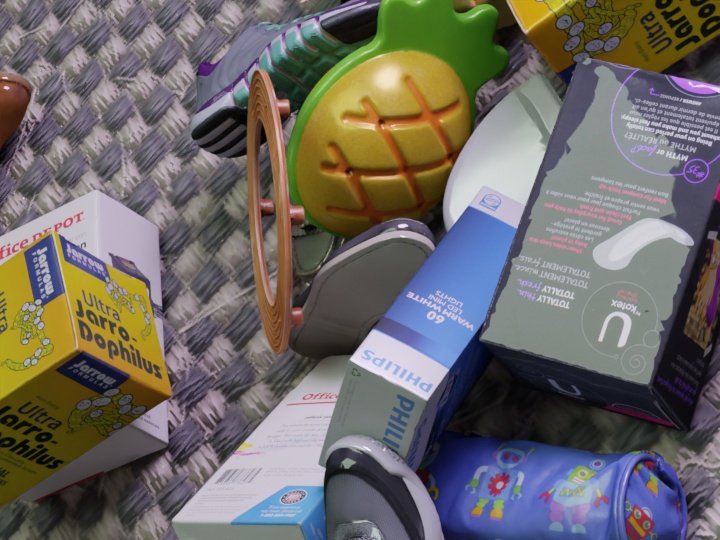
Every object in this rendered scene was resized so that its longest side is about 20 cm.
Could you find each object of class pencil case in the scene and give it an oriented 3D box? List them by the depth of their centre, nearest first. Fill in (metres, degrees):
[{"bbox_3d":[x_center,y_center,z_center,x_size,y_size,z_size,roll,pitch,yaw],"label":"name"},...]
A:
[{"bbox_3d":[0.112,0.146,1.442,0.199,0.078,0.087,2,62,40],"label":"pencil case"}]

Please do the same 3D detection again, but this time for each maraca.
[{"bbox_3d":[0.026,-0.111,1.605,0.201,0.137,0.107,-58,36,14],"label":"maraca"}]

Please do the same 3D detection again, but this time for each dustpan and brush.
[{"bbox_3d":[0.086,-0.024,1.581,0.200,0.057,0.140,-36,61,11],"label":"dustpan and brush"}]

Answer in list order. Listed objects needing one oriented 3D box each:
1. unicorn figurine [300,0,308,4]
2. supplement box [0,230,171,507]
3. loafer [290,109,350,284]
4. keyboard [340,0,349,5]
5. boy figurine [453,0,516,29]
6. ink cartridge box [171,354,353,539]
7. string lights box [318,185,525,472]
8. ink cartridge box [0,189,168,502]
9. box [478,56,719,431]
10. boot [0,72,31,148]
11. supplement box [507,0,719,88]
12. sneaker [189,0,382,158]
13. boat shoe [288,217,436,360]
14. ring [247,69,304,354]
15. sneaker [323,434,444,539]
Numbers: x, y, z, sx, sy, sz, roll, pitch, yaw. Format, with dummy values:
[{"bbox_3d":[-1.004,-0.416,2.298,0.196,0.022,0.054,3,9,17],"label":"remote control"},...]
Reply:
[{"bbox_3d":[-0.012,-0.277,1.675,0.200,0.073,0.138,-109,20,-76],"label":"unicorn figurine"},{"bbox_3d":[-0.253,0.081,1.641,0.200,0.109,0.110,-33,53,21],"label":"supplement box"},{"bbox_3d":[-0.031,-0.086,1.695,0.072,0.063,0.201,-10,61,35],"label":"loafer"},{"bbox_3d":[0.021,-0.278,1.724,0.104,0.039,0.201,159,115,-66],"label":"keyboard"},{"bbox_3d":[0.093,-0.215,1.636,0.064,0.124,0.200,49,132,19],"label":"boy figurine"},{"bbox_3d":[-0.022,0.137,1.527,0.115,0.068,0.200,-4,29,38],"label":"ink cartridge box"},{"bbox_3d":[0.052,0.046,1.459,0.059,0.103,0.200,28,44,11],"label":"string lights box"},{"bbox_3d":[-0.232,0.058,1.767,0.144,0.084,0.201,-24,54,27],"label":"ink cartridge box"},{"bbox_3d":[0.174,-0.016,1.441,0.122,0.106,0.201,15,76,25],"label":"box"},{"bbox_3d":[-0.346,-0.064,1.932,0.200,0.077,0.156,-35,47,23],"label":"boot"},{"bbox_3d":[0.197,-0.219,1.521,0.199,0.109,0.110,-33,49,12],"label":"supplement box"},{"bbox_3d":[-0.052,-0.167,1.666,0.199,0.074,0.088,-30,49,25],"label":"sneaker"},{"bbox_3d":[0.000,0.000,1.572,0.200,0.072,0.063,132,152,-58],"label":"boat shoe"},{"bbox_3d":[-0.059,-0.042,1.588,0.019,0.201,0.201,-4,54,-10],"label":"ring"},{"bbox_3d":[0.000,0.207,1.367,0.075,0.114,0.201,-8,98,35],"label":"sneaker"}]
